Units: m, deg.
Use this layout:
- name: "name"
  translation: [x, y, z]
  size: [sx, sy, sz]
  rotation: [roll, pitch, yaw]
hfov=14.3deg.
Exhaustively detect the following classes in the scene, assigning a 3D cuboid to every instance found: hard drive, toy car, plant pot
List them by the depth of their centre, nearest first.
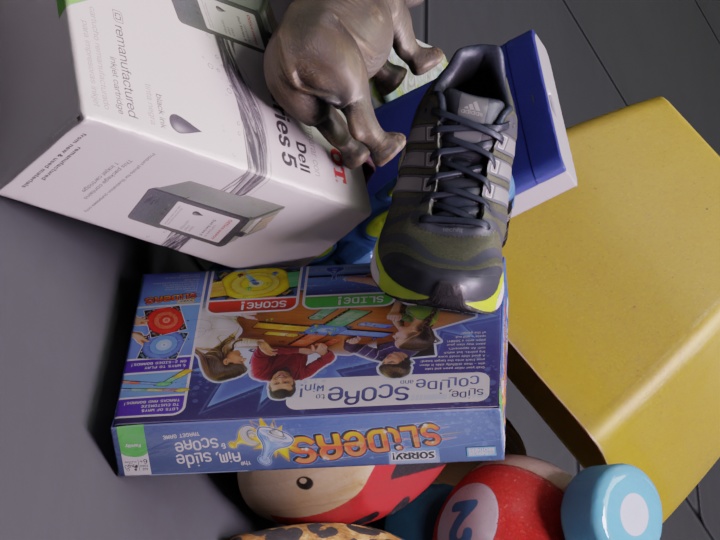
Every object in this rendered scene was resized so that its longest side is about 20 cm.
- name: "toy car"
  translation: [0.078, 0.228, 1.688]
  size: [0.200, 0.184, 0.178]
  rotation: [-44, 112, -40]
- name: "hard drive"
  translation: [0.029, -0.056, 1.738]
  size: [0.025, 0.199, 0.132]
  rotation: [51, 20, -38]
- name: "plant pot"
  translation: [0.169, 0.013, 1.791]
  size: [0.200, 0.176, 0.200]
  rotation: [49, -4, 26]

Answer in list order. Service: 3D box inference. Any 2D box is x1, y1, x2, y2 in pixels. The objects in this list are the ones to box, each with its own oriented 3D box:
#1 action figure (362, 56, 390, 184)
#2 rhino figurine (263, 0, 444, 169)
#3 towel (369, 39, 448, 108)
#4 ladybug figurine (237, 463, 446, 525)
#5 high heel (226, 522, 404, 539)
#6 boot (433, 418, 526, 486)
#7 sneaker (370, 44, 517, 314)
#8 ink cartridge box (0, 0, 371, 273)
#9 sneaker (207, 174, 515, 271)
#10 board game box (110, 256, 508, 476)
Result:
- name: "action figure"
  translation: [-0.057, -0.131, 1.700]
  size: [0.149, 0.133, 0.201]
  rotation: [38, 47, -78]
- name: "rhino figurine"
  translation: [0.000, -0.135, 1.557]
  size: [0.087, 0.060, 0.200]
  rotation: [46, 34, -18]
- name: "towel"
  translation: [0.049, -0.078, 2.070]
  size: [0.171, 0.048, 0.201]
  rotation: [18, 52, -65]
- name: "ladybug figurine"
  translation: [0.002, 0.090, 1.616]
  size: [0.072, 0.136, 0.200]
  rotation: [32, 14, 20]
- name: "high heel"
  translation: [0.032, 0.184, 1.530]
  size: [0.199, 0.072, 0.142]
  rotation: [24, -6, -18]
- name: "boot"
  translation: [0.034, 0.048, 1.870]
  size: [0.200, 0.076, 0.156]
  rotation: [34, 33, -47]
- name: "sneaker"
  translation: [0.048, -0.049, 1.515]
  size: [0.200, 0.073, 0.081]
  rotation: [-87, -174, -55]
- name: "ink cartridge box"
  translation: [-0.101, -0.093, 1.528]
  size: [0.199, 0.084, 0.146]
  rotation: [17, 49, -40]
- name: "sneaker"
  translation: [0.000, 0.000, 1.633]
  size: [0.083, 0.199, 0.071]
  rotation: [77, -13, -47]
- name: "board game box"
  translation: [-0.023, 0.049, 1.500]
  size: [0.136, 0.198, 0.035]
  rotation: [-83, 169, -55]
